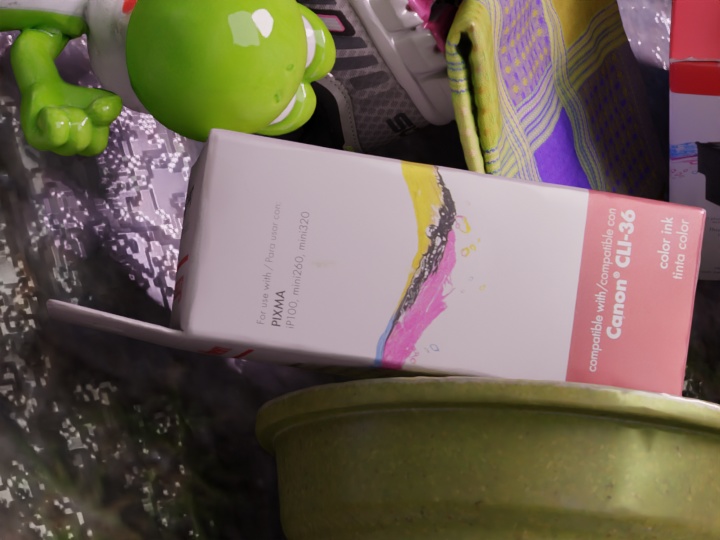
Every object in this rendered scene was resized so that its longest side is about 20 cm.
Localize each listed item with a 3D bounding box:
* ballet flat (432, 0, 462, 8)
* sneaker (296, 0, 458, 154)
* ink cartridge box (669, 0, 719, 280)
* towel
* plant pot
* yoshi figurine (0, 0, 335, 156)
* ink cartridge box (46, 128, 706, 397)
[{"bbox_3d":[0.012,-0.194,0.956,0.075,0.068,0.201,-2,75,-30],"label":"ballet flat"},{"bbox_3d":[-0.038,-0.118,0.852,0.200,0.087,0.074,51,18,-22],"label":"sneaker"},{"bbox_3d":[0.162,-0.095,0.947,0.067,0.200,0.117,3,58,9],"label":"ink cartridge box"},{"bbox_3d":[0.080,-0.059,0.911,0.200,0.023,0.144,-47,124,-63],"label":"towel"},{"bbox_3d":[0.056,0.147,0.759,0.200,0.200,0.185,15,72,-34],"label":"plant pot"},{"bbox_3d":[-0.096,-0.097,0.758,0.199,0.113,0.112,20,43,-15],"label":"yoshi figurine"},{"bbox_3d":[0.000,0.000,0.759,0.199,0.116,0.068,8,85,-7],"label":"ink cartridge box"}]
